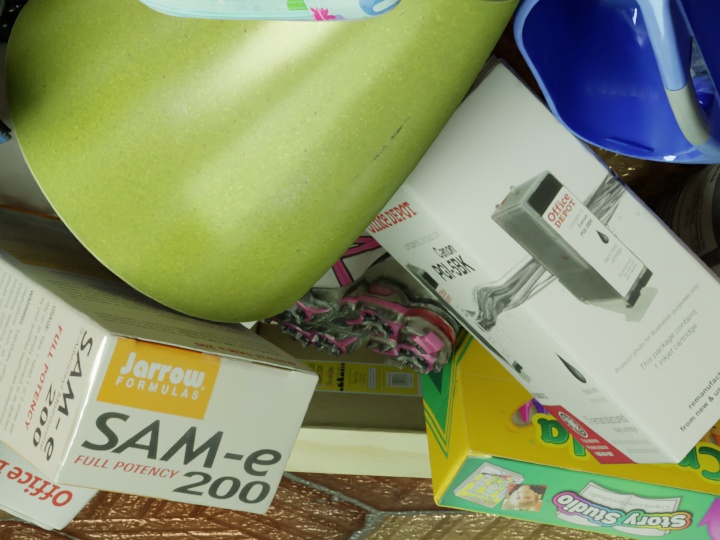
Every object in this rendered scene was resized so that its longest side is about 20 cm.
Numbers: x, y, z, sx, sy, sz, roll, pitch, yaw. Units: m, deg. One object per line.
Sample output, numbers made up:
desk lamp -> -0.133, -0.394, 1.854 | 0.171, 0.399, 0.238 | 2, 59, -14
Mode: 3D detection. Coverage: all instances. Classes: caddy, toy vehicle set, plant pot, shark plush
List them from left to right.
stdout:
shark plush -> -0.175, -0.091, 1.314 | 0.091, 0.083, 0.200 | -10, 139, 2
plant pot -> -0.024, -0.104, 1.178 | 0.187, 0.187, 0.200 | 21, 138, -36
toy vehicle set -> -0.011, 0.073, 1.585 | 0.124, 0.027, 0.200 | 3, -163, 1
caddy -> 0.147, -0.112, 1.197 | 0.141, 0.105, 0.200 | -4, 156, 18

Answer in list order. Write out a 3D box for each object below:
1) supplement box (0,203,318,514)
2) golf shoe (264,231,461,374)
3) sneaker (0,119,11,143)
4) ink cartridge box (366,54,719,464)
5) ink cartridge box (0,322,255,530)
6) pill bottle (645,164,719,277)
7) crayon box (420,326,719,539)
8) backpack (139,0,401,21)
supplement box -> -0.132, 0.034, 1.220 | 0.126, 0.074, 0.200 | 13, -168, -42
golf shoe -> 0.000, 0.000, 1.507 | 0.200, 0.092, 0.073 | 11, 152, 48
sneaker -> -0.197, -0.052, 1.136 | 0.066, 0.078, 0.200 | 44, 177, -4
ink cartridge box -> 0.095, 0.000, 1.326 | 0.200, 0.083, 0.147 | 45, 169, -4
ink cartridge box -> -0.160, 0.030, 1.458 | 0.200, 0.084, 0.146 | -46, 140, 9
pill bottle -> 0.213, -0.007, 1.418 | 0.114, 0.114, 0.200 | 16, 154, -27
crayon box -> 0.135, 0.067, 1.514 | 0.200, 0.173, 0.058 | 11, 134, -17
backpack -> -0.062, -0.183, 0.981 | 0.200, 0.178, 0.151 | 2, 152, 13
